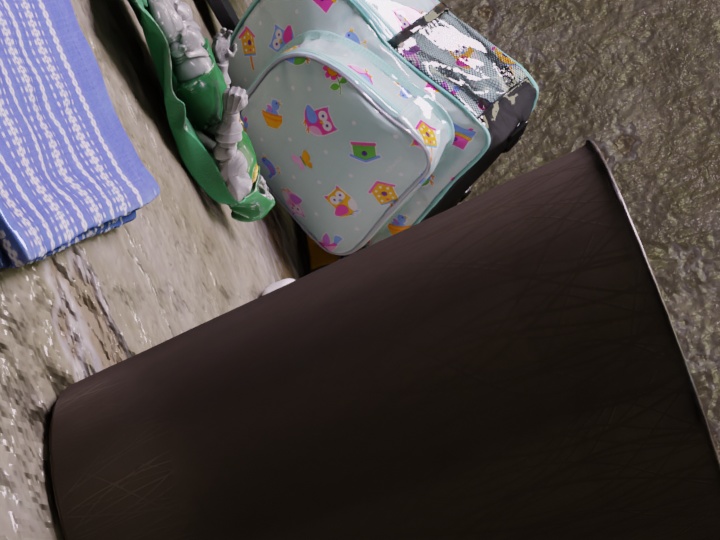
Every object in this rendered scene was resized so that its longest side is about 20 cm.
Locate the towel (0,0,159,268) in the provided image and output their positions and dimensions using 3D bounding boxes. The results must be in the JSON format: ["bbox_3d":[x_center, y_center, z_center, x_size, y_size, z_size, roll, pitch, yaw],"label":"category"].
[{"bbox_3d":[-0.130,-0.078,0.578,0.200,0.024,0.145,-64,132,-81],"label":"towel"}]

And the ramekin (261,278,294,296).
[{"bbox_3d":[0.017,0.089,0.961,0.202,0.094,0.203,-20,90,-84],"label":"ramekin"}]

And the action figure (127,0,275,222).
[{"bbox_3d":[-0.092,-0.106,0.870,0.118,0.054,0.200,-108,178,-50],"label":"action figure"}]

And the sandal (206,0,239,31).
[{"bbox_3d":[-0.122,-0.275,1.150,0.075,0.048,0.201,-3,72,-84],"label":"sandal"}]

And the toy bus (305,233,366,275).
[{"bbox_3d":[0.000,0.000,1.167,0.200,0.078,0.065,-101,168,-57],"label":"toy bus"}]

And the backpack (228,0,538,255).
[{"bbox_3d":[-0.004,-0.124,1.078,0.200,0.176,0.153,50,47,7],"label":"backpack"}]

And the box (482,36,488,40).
[{"bbox_3d":[0.052,-0.087,1.280,0.137,0.038,0.200,-67,176,-46],"label":"box"}]

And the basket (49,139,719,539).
[{"bbox_3d":[0.009,0.059,0.517,0.180,0.199,0.136,50,21,-69],"label":"basket"}]
